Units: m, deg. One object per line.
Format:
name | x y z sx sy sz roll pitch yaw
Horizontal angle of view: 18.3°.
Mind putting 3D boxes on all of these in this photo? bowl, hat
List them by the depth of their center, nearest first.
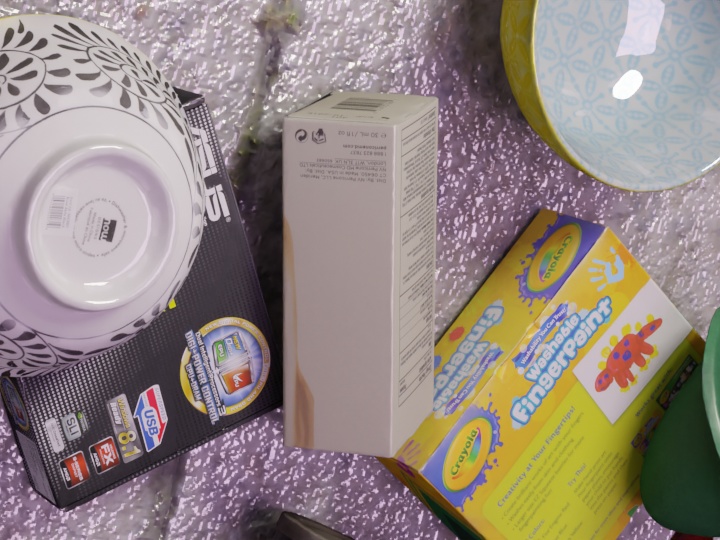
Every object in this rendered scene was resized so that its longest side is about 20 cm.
bowl | -0.155 -0.031 1.184 0.200 0.094 0.201 -8 105 -31
bowl | 0.157 -0.156 1.389 0.200 0.108 0.200 -9 107 -29
hat | 0.196 0.137 1.457 0.166 0.176 0.200 45 39 -32

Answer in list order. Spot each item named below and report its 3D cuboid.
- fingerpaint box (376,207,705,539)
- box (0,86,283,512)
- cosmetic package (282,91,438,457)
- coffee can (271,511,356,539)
fingerpaint box | 0.124 0.090 1.452 0.200 0.073 0.167 -52 123 -12
box | -0.139 0.016 1.287 0.160 0.044 0.200 -24 114 -24
cosmetic package | 0.000 0.000 1.327 0.105 0.071 0.200 -38 131 -70
coffee can | -0.027 0.268 1.359 0.146 0.146 0.200 29 86 -34
